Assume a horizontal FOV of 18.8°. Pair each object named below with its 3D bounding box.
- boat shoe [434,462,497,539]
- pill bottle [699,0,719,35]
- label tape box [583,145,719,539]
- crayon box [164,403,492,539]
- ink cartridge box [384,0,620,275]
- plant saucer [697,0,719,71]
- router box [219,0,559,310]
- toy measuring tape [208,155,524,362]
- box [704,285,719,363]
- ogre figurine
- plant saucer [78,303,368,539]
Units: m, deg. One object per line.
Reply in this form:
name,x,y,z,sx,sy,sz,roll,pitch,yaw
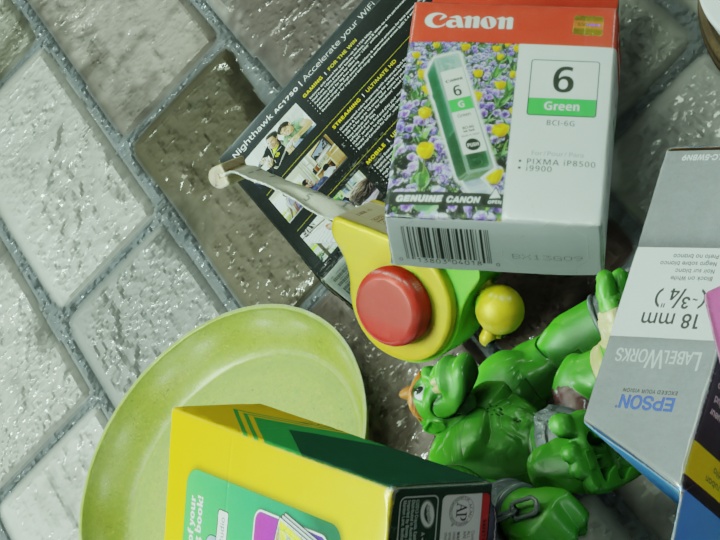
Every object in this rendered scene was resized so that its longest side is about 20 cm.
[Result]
boat shoe,0.021,0.143,0.999,0.200,0.062,0.073,135,146,-54
pill bottle,0.234,-0.087,0.957,0.115,0.200,0.116,-21,50,28
label tape box,0.164,0.067,0.953,0.063,0.144,0.201,2,63,40
crayon box,-0.023,0.172,0.936,0.172,0.058,0.202,14,101,55
ink cartridge box,0.077,-0.096,1.115,0.108,0.050,0.201,3,59,9
plant saucer,0.259,-0.172,1.122,0.199,0.029,0.201,-21,51,27
router box,0.027,-0.091,1.243,0.200,0.051,0.149,-47,41,4
toy measuring tape,0.000,0.000,1.148,0.199,0.074,0.074,22,76,30
box,0.231,0.103,0.831,0.096,0.200,0.177,-27,48,24
ogre figurine,0.084,0.077,1.045,0.119,0.098,0.201,-26,39,38
plant saucer,-0.071,0.115,1.202,0.199,0.031,0.201,-21,50,27
